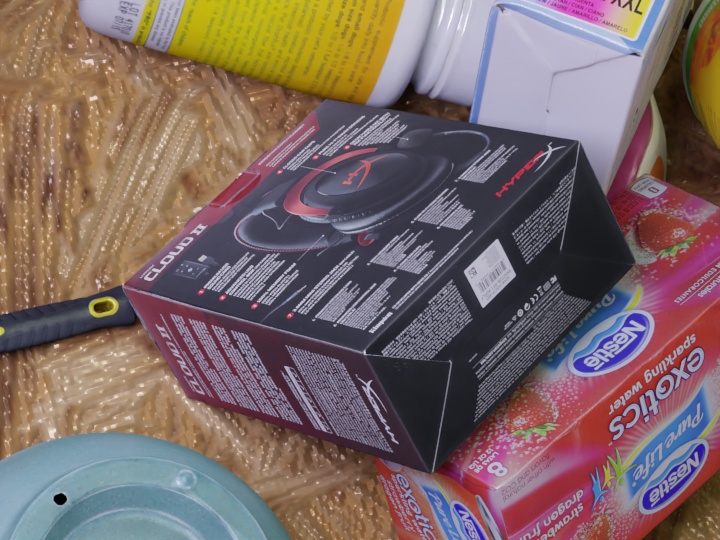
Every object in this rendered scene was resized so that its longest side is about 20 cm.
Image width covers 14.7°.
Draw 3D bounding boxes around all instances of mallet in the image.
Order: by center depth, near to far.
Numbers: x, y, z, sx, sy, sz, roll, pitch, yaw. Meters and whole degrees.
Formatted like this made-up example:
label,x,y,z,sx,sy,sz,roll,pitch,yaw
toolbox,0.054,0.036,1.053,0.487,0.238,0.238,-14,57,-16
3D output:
label,x,y,z,sx,sy,sz,roll,pitch,yaw
mallet,-0.202,0.028,1.282,0.200,0.041,0.066,-21,79,-25

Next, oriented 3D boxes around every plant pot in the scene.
label,x,y,z,sx,sy,sz,roll,pitch,yaw
plant pot,-0.104,0.155,1.202,0.200,0.134,0.201,5,68,-13

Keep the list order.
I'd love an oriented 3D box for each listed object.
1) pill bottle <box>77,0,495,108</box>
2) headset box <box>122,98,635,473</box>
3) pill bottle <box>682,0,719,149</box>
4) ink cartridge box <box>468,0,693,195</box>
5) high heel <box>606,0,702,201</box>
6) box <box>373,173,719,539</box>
label,x,y,z,sx,sy,sz,roll,pitch,yaw
pill bottle,-0.029,-0.143,1.353,0.200,0.109,0.109,16,66,-8
headset box,0.000,0.000,1.273,0.149,0.200,0.075,-44,124,-26
pill bottle,0.228,-0.071,1.307,0.111,0.200,0.111,-3,113,-8
ink cartridge box,0.123,-0.147,1.317,0.076,0.137,0.200,23,59,8
high heel,0.109,-0.084,1.401,0.096,0.067,0.200,10,76,14
box,0.108,0.058,1.297,0.200,0.100,0.095,-38,44,-25
